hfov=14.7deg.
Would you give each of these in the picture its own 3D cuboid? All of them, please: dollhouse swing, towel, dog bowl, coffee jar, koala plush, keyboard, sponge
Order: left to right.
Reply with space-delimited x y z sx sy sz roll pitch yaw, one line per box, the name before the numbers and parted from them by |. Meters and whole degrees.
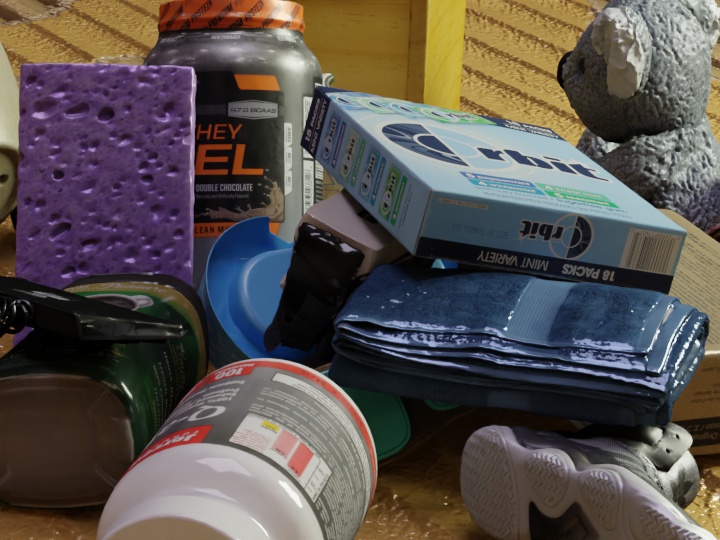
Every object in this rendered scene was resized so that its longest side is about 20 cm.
keyboard | -0.188 0.030 1.557 0.104 0.040 0.200 7 2 -34
coffee jar | -0.152 0.065 1.608 0.104 0.086 0.200 -2 17 12
sponge | -0.159 -0.030 1.742 0.111 0.201 0.030 1 -10 -1
dollhouse swing | -0.025 -0.145 2.091 0.175 0.201 0.182 6 18 12
dog bowl | -0.016 0.020 1.747 0.199 0.112 0.050 -10 -23 -33
towel | 0.088 0.036 1.554 0.199 0.049 0.112 6 27 18
koala plush | 0.206 -0.110 2.016 0.183 0.201 0.177 13 20 29

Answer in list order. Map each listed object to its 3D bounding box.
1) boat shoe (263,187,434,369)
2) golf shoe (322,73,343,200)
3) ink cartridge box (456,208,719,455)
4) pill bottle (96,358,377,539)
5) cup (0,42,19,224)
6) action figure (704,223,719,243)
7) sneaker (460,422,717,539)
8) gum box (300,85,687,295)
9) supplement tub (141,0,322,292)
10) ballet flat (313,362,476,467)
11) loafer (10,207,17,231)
boat shoe | 0.000 0.000 1.699 0.075 0.093 0.200 29 20 17
golf shoe | 0.001 -0.075 1.954 0.097 0.079 0.200 -28 -35 27
ink cartridge box | 0.175 0.036 1.704 0.164 0.075 0.200 -4 28 -31
pill bottle | -0.065 0.127 1.379 0.115 0.116 0.200 6 18 10
cup | -0.313 -0.094 1.961 0.200 0.201 0.143 -16 52 -45
action figure | 0.286 -0.033 1.936 0.148 0.134 0.200 -19 30 17
sneaker | 0.152 0.126 1.479 0.114 0.076 0.200 -8 22 -37
gum box | 0.076 -0.050 1.675 0.169 0.045 0.200 9 17 -24
supplement tub | -0.085 -0.074 1.828 0.122 0.201 0.123 -1 -3 0
ballet flat | 0.017 0.073 1.629 0.200 0.068 0.072 -25 0 -23
loafer | -0.185 -0.038 1.947 0.068 0.071 0.200 -10 21 -32
